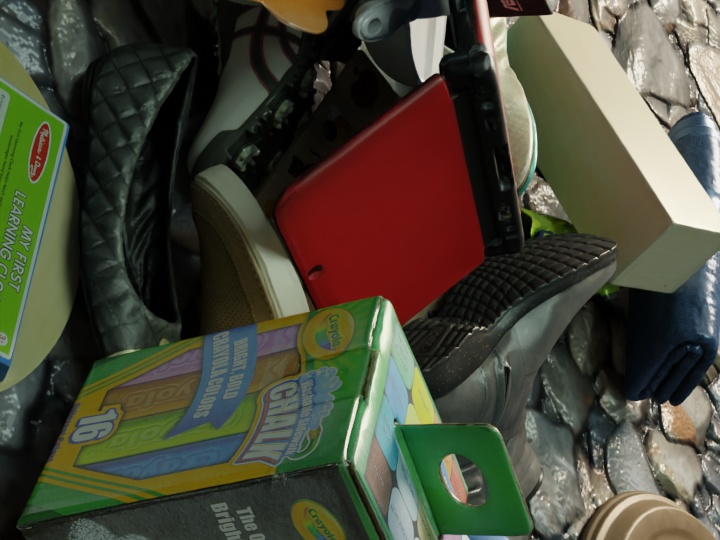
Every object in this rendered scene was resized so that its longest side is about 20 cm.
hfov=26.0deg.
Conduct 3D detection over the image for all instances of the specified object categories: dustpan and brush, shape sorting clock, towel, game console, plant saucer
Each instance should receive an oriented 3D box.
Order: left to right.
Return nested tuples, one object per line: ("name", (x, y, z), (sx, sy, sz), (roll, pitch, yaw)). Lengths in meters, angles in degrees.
("shape sorting clock", (-0.203, -0.037, 0.713), (0.199, 0.039, 0.202), (27, 54, -44))
("game console", (0.021, -0.072, 0.839), (0.200, 0.118, 0.174), (70, 12, -63))
("dustpan and brush", (0.029, -0.153, 0.873), (0.200, 0.057, 0.141), (-27, 128, -55))
("plant saucer", (0.213, 0.249, 1.065), (0.199, 0.029, 0.202), (20, 60, -41))
("towel", (0.233, -0.008, 1.132), (0.048, 0.112, 0.201), (13, 58, -5))

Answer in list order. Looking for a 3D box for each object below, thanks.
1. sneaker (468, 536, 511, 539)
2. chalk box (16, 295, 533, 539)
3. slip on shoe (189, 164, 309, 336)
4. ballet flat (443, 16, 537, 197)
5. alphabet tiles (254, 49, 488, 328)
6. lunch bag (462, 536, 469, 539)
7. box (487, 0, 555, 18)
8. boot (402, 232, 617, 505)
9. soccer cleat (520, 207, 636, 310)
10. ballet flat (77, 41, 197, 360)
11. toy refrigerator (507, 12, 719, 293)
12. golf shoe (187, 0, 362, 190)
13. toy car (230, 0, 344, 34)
("sneaker", (0.098, 0.211, 0.893), (0.066, 0.078, 0.200), (-54, 127, -20))
("chalk box", (-0.025, 0.101, 0.693), (0.124, 0.198, 0.125), (-76, 149, -57))
("slip on shoe", (-0.059, 0.048, 0.806), (0.060, 0.076, 0.201), (-21, 107, -17))
("ballet flat", (0.068, -0.122, 1.019), (0.062, 0.067, 0.201), (26, 36, -26))
("alphabet tiles", (0.000, 0.000, 0.909), (0.167, 0.008, 0.201), (49, 58, -27))
("lunch bag", (0.010, 0.242, 0.770), (0.170, 0.127, 0.200), (56, 47, -11))
("box", (0.070, -0.257, 0.852), (0.200, 0.044, 0.162), (42, 55, -60))
("boot", (0.090, 0.070, 0.949), (0.199, 0.070, 0.133), (-32, 118, -29))
("soccer cleat", (0.138, -0.011, 1.063), (0.200, 0.064, 0.084), (-21, 87, -49))
("ballet flat", (-0.109, -0.026, 0.792), (0.066, 0.056, 0.202), (43, 39, -67))
("toy refrigerator", (0.163, -0.082, 1.069), (0.076, 0.070, 0.201), (7, 46, -46))
("golf shoe", (-0.058, -0.124, 0.901), (0.088, 0.077, 0.201), (27, 60, 6))
("toy car", (-0.048, -0.210, 0.832), (0.176, 0.184, 0.201), (-3, 70, -48))
